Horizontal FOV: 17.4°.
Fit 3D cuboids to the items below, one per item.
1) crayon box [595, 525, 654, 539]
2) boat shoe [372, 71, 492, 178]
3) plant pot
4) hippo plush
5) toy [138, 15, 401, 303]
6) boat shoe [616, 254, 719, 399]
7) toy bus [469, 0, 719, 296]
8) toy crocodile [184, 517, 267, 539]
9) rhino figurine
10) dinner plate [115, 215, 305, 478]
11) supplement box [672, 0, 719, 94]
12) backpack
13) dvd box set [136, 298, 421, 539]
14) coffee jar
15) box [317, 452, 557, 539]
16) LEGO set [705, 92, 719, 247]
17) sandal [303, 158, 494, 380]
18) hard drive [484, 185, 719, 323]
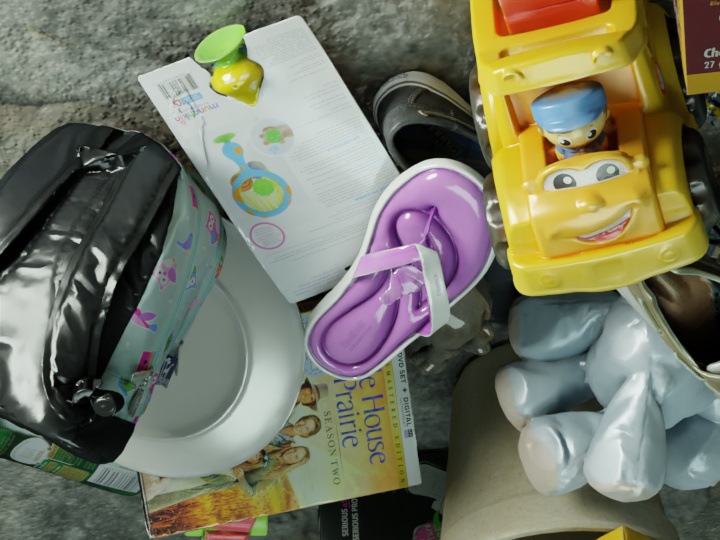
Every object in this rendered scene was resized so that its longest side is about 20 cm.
[{"bbox_3d":[0.187,0.243,1.645,0.200,0.052,0.126,26,135,-35],"label":"crayon box"},{"bbox_3d":[0.091,-0.050,1.491,0.200,0.066,0.070,39,114,-22],"label":"boat shoe"},{"bbox_3d":[0.138,0.159,1.726,0.200,0.184,0.200,-2,144,-1],"label":"plant pot"},{"bbox_3d":[0.199,0.068,1.613,0.161,0.159,0.200,12,102,-48],"label":"hippo plush"},{"bbox_3d":[-0.040,-0.077,1.483,0.115,0.047,0.200,-19,129,20],"label":"toy"},{"bbox_3d":[0.233,0.046,1.465,0.200,0.068,0.075,35,102,-15],"label":"boat shoe"},{"bbox_3d":[0.121,-0.114,1.341,0.136,0.200,0.192,-11,136,11],"label":"toy bus"},{"bbox_3d":[-0.100,0.182,1.847,0.067,0.062,0.200,4,144,-10],"label":"toy crocodile"},{"bbox_3d":[0.000,0.000,1.572,0.200,0.060,0.087,25,149,5],"label":"rhino figurine"},{"bbox_3d":[-0.135,0.050,1.586,0.200,0.024,0.200,4,106,13],"label":"dinner plate"},{"bbox_3d":[0.213,-0.231,1.171,0.133,0.200,0.197,-7,144,6],"label":"supplement box"},{"bbox_3d":[-0.175,0.007,1.490,0.167,0.200,0.127,24,170,20],"label":"backpack"},{"bbox_3d":[-0.063,0.100,1.656,0.200,0.029,0.146,-10,104,-11],"label":"dvd box set"},{"bbox_3d":[-0.238,0.091,1.675,0.200,0.104,0.085,15,144,-22],"label":"coffee jar"},{"bbox_3d":[0.070,0.233,1.875,0.200,0.124,0.149,-3,144,2],"label":"box"},{"bbox_3d":[0.278,-0.043,1.479,0.200,0.154,0.116,14,125,-33],"label":"LEGO set"},{"bbox_3d":[0.027,0.012,1.488,0.082,0.050,0.203,26,132,-8],"label":"sandal"},{"bbox_3d":[0.142,-0.013,1.610,0.200,0.038,0.140,4,144,-8],"label":"hard drive"}]
